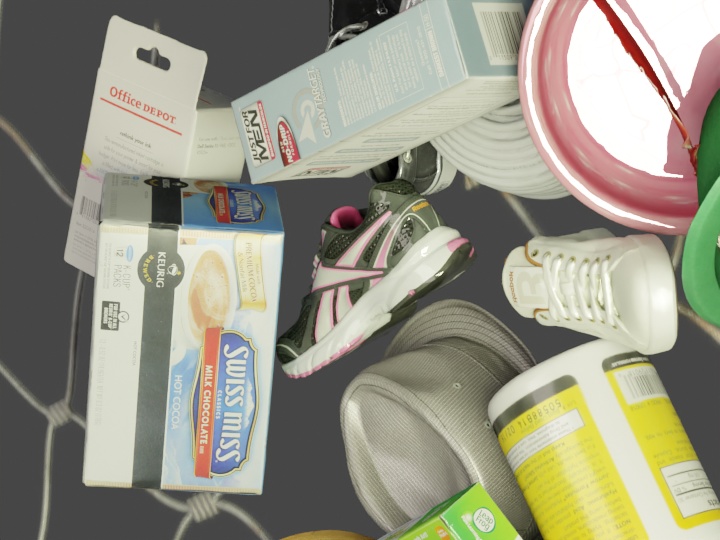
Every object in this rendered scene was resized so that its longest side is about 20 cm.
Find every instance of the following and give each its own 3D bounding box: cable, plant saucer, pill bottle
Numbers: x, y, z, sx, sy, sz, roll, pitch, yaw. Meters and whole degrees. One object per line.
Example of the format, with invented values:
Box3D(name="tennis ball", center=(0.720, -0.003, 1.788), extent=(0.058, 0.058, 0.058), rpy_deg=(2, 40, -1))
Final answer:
Box3D(name="cable", center=(0.111, -0.146, 1.474), extent=(0.200, 0.069, 0.201), rpy_deg=(-33, 72, 39))
Box3D(name="plant saucer", center=(0.195, -0.123, 1.358), extent=(0.200, 0.051, 0.201), rpy_deg=(1, 105, 5))
Box3D(name="pill bottle", center=(0.167, 0.151, 1.417), extent=(0.111, 0.111, 0.200), rpy_deg=(-38, 68, 37))

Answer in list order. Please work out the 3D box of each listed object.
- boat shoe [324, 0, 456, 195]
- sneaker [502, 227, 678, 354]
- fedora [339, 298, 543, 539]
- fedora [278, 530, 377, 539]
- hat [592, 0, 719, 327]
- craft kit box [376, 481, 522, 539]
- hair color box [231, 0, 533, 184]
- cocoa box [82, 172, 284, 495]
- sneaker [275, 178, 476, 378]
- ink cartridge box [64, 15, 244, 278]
Box3D(name="boat shoe", center=(0.008, -0.147, 1.568), extent=(0.072, 0.068, 0.201), rpy_deg=(-21, 80, 41))
Box3D(name="sneaker", center=(0.137, 0.015, 1.386), extent=(0.200, 0.084, 0.073), rpy_deg=(-159, 62, -79))
Box3D(name="fedora", center=(0.049, 0.120, 1.535), extent=(0.177, 0.090, 0.200), rpy_deg=(-48, 62, 33))
Box3D(name="fedora", center=(-0.019, 0.283, 1.595), extent=(0.082, 0.200, 0.201), rpy_deg=(129, 130, -81))
Box3D(name="hat", center=(0.220, -0.090, 1.328), extent=(0.200, 0.165, 0.176), rpy_deg=(79, 164, -47))
Box3D(name="craft kit box", center=(0.078, 0.251, 1.469), extent=(0.198, 0.048, 0.200), rpy_deg=(51, 147, -1))
Box3D(name="hair color box", center=(0.021, -0.116, 1.446), extent=(0.200, 0.099, 0.061), rpy_deg=(-24, 78, 42))
Box3D(name="cocoa box", center=(-0.127, 0.045, 1.622), extent=(0.133, 0.131, 0.201), rpy_deg=(-105, 20, -73))
Box3D(name="sneaker", center=(0.000, 0.000, 1.563), extent=(0.200, 0.080, 0.086), rpy_deg=(-39, 79, 43))
Box3D(name="ink cartridge box", center=(-0.150, -0.084, 1.717), extent=(0.117, 0.067, 0.201), rpy_deg=(26, 111, 37))
